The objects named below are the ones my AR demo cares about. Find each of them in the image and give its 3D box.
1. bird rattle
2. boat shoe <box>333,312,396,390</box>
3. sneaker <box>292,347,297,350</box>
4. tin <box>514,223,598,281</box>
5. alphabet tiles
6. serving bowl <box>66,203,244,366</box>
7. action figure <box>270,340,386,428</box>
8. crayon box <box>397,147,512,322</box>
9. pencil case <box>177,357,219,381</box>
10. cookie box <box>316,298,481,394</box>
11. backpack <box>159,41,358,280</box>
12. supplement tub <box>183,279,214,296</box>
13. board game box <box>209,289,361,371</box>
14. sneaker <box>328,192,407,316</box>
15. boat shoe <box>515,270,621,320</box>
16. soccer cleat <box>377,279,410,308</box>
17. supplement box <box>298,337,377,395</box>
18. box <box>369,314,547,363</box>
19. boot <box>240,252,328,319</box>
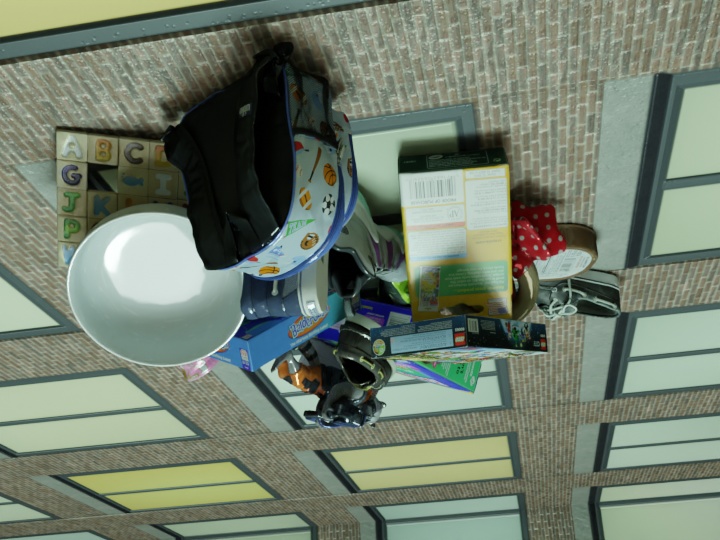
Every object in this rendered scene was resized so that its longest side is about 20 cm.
[{"bbox_3d":[0.168,-0.002,1.288,0.197,0.113,0.165,-12,117,9],"label":"bird rattle"},{"bbox_3d":[0.001,0.122,1.334,0.071,0.061,0.202,20,158,18],"label":"boat shoe"},{"bbox_3d":[-0.167,0.075,1.469,0.197,0.088,0.081,1,154,-6],"label":"sneaker"},{"bbox_3d":[0.225,-0.022,1.367,0.197,0.042,0.112,-2,151,-3],"label":"tin"},{"bbox_3d":[-0.238,-0.068,1.120,0.197,0.008,0.169,5,120,-7],"label":"alphabet tiles"},{"bbox_3d":[-0.222,0.008,1.124,0.197,0.066,0.203,-1,122,-2],"label":"serving bowl"},{"bbox_3d":[-0.041,0.159,1.400,0.192,0.106,0.199,34,162,-20],"label":"action figure"},{"bbox_3d":[0.113,-0.037,1.178,0.124,0.052,0.203,-4,119,4],"label":"crayon box"},{"bbox_3d":[-0.261,0.057,1.328,0.200,0.083,0.086,46,159,-18],"label":"pencil case"},{"bbox_3d":[0.062,0.108,1.480,0.170,0.076,0.199,10,168,40],"label":"cookie box"},{"bbox_3d":[-0.094,-0.088,0.999,0.153,0.193,0.199,18,147,-39],"label":"backpack"},{"bbox_3d":[-0.157,-0.013,1.227,0.197,0.134,0.132,-6,155,5],"label":"supplement tub"},{"bbox_3d":[-0.119,0.054,1.288,0.151,0.046,0.199,11,-152,40],"label":"board game box"},{"bbox_3d":[0.000,0.000,1.224,0.077,0.142,0.200,-19,141,29],"label":"sneaker"},{"bbox_3d":[0.292,0.038,1.463,0.197,0.069,0.074,9,153,-25],"label":"boat shoe"},{"bbox_3d":[0.053,0.024,1.418,0.080,0.069,0.200,1,159,23],"label":"soccer cleat"},{"bbox_3d":[-0.027,0.158,1.585,0.108,0.062,0.200,25,178,12],"label":"supplement box"},{"bbox_3d":[0.123,0.086,1.226,0.135,0.038,0.199,-12,167,36],"label":"box"},{"bbox_3d":[-0.081,-0.038,1.105,0.089,0.202,0.073,-5,141,12],"label":"boot"}]
